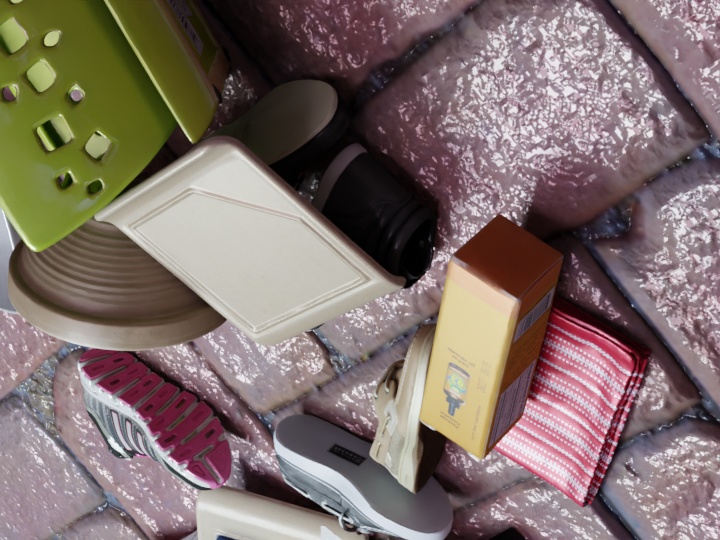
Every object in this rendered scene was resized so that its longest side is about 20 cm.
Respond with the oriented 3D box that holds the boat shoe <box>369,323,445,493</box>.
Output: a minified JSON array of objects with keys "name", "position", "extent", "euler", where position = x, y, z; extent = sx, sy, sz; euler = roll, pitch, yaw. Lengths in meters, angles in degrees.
[{"name":"boat shoe","position":[0.039,0.112,1.476],"extent":[0.064,0.071,0.201],"euler":[29,140,19]}]

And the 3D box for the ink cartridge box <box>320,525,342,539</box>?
[{"name":"ink cartridge box","position":[0.044,0.330,1.599],"extent":[0.199,0.050,0.162],"euler":[34,137,29]}]

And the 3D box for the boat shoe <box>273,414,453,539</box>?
[{"name":"boat shoe","position":[0.000,0.205,1.589],"extent":[0.198,0.074,0.069],"euler":[23,132,27]}]

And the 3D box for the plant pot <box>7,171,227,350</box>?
[{"name":"plant pot","position":[-0.201,-0.022,1.486],"extent":[0.199,0.200,0.094],"euler":[22,123,27]}]

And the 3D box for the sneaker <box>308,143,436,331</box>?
[{"name":"sneaker","position":[0.000,0.000,1.412],"extent":[0.099,0.071,0.201],"euler":[38,137,18]}]

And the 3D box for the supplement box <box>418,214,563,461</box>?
[{"name":"supplement box","position":[0.098,0.056,1.343],"extent":[0.066,0.069,0.201],"euler":[33,140,21]}]

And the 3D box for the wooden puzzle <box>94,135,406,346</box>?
[{"name":"wooden puzzle","position":[-0.086,-0.023,1.367],"extent":[0.199,0.037,0.184],"euler":[37,144,-23]}]

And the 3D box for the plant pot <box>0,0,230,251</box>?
[{"name":"plant pot","position":[-0.213,-0.162,1.345],"extent":[0.180,0.199,0.201],"euler":[-27,107,9]}]

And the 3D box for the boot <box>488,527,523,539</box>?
[{"name":"boot","position":[0.124,0.335,1.608],"extent":[0.165,0.066,0.200],"euler":[46,137,-3]}]

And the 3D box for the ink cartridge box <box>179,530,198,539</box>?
[{"name":"ink cartridge box","position":[-0.146,0.350,1.874],"extent":[0.199,0.057,0.163],"euler":[-12,115,51]}]

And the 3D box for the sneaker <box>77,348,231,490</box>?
[{"name":"sneaker","position":[-0.206,0.160,1.743],"extent":[0.199,0.074,0.088],"euler":[35,141,21]}]

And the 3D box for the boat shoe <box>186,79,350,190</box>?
[{"name":"boat shoe","position":[-0.073,-0.093,1.408],"extent":[0.063,0.074,0.201],"euler":[31,142,-30]}]

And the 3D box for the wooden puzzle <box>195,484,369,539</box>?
[{"name":"wooden puzzle","position":[-0.083,0.323,1.742],"extent":[0.183,0.046,0.202],"euler":[14,123,17]}]

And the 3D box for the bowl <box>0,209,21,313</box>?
[{"name":"bowl","position":[-0.387,-0.073,1.700],"extent":[0.198,0.075,0.201],"euler":[20,136,29]}]

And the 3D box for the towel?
[{"name":"towel","position":[0.147,0.095,1.403],"extent":[0.144,0.022,0.201],"euler":[31,140,19]}]
